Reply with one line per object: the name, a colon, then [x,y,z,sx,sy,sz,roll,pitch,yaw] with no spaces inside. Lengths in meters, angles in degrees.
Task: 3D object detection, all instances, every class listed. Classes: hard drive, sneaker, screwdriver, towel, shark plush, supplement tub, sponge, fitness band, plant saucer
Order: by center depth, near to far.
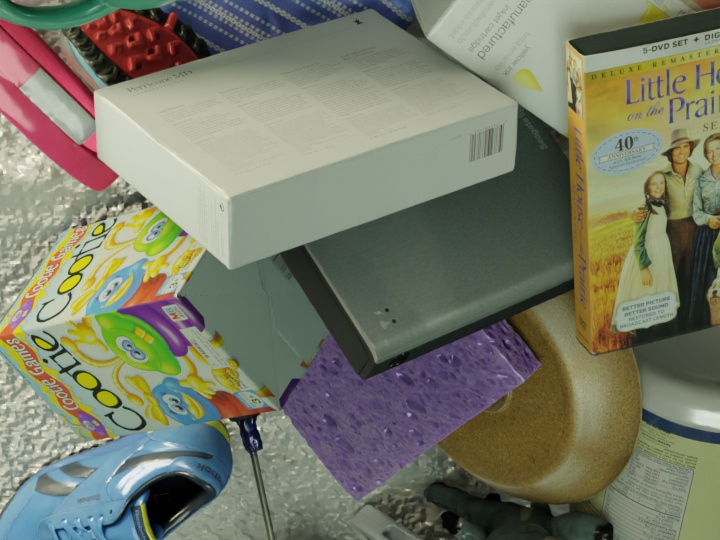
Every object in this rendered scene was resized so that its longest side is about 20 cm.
fitness band: [-0.213,-0.128,1.416,0.037,0.144,0.200,-42,112,3]
hard drive: [0.049,-0.028,1.429,0.199,0.140,0.033,-22,158,-32]
towel: [-0.038,-0.170,1.460,0.144,0.024,0.200,29,117,-15]
sneaker: [-0.114,-0.084,1.465,0.200,0.079,0.095,38,137,-13]
plant saucer: [0.091,0.067,1.525,0.200,0.035,0.201,21,124,35]
sponge: [0.022,0.064,1.533,0.112,0.030,0.200,52,135,2]
supplement tub: [0.218,0.131,1.568,0.144,0.145,0.201,5,121,-3]
shark plush: [0.094,0.170,1.571,0.083,0.200,0.091,14,110,-25]
screwdriver: [-0.067,0.139,1.594,0.028,0.029,0.201,-13,93,32]
sneaker: [-0.178,0.167,1.634,0.199,0.079,0.066,-27,119,17]

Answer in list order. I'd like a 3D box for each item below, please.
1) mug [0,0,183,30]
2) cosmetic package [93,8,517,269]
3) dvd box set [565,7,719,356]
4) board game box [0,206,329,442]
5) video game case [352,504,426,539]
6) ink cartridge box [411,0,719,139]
mug: [-0.126,-0.217,1.359,0.185,0.152,0.114,-32,118,26]
cosmetic package: [-0.032,-0.081,1.365,0.199,0.151,0.052,-19,129,-29]
dvd box set: [0.196,-0.055,1.400,0.145,0.029,0.201,-12,120,-14]
board game box: [-0.122,0.029,1.482,0.199,0.103,0.105,-13,127,47]
video game case: [0.095,0.254,1.633,0.022,0.182,0.200,-46,114,-10]
ink cartridge box: [0.152,-0.155,1.415,0.200,0.084,0.145,33,108,-23]
